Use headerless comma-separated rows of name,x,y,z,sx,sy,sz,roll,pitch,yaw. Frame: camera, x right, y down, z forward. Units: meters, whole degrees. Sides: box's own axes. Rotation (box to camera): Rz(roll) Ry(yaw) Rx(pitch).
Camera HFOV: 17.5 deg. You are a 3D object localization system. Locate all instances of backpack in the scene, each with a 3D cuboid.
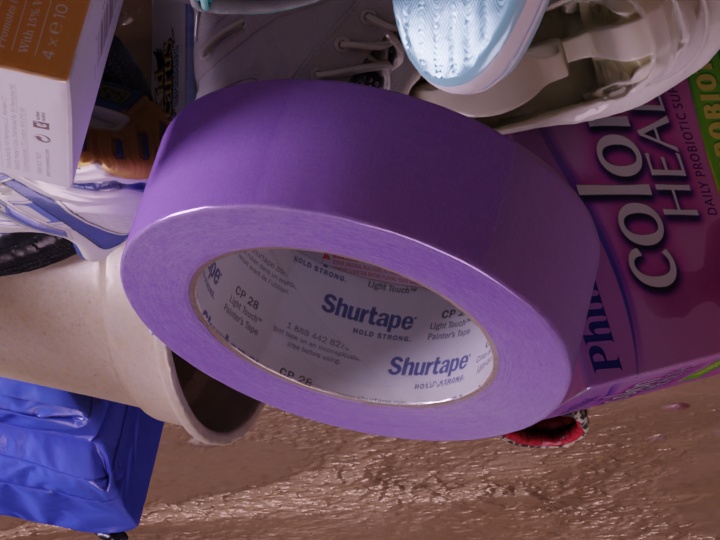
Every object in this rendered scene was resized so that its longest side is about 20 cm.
backpack,-0.229,0.057,1.451,0.200,0.163,0.168,7,151,11

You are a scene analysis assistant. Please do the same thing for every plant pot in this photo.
plant pot,-0.153,-0.010,1.270,0.183,0.201,0.200,2,160,18

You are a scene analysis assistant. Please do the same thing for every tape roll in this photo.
tape roll,0.000,0.000,1.016,0.200,0.066,0.200,13,151,7

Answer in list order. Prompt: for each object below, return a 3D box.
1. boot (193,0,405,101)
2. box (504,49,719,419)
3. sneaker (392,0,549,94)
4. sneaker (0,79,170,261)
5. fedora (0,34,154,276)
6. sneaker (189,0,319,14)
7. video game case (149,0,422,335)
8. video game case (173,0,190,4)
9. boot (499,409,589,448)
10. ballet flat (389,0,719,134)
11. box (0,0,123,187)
boot,0.012,-0.105,0.998,0.200,0.096,0.074,-16,150,35
box,0.163,-0.040,1.138,0.200,0.176,0.097,-13,170,-13
sneaker,0.087,-0.158,0.906,0.079,0.200,0.130,14,-178,42
sneaker,-0.188,-0.054,1.059,0.200,0.075,0.088,19,133,-12
fedora,-0.191,-0.089,1.142,0.200,0.092,0.201,2,134,2
sneaker,-0.065,-0.159,0.871,0.200,0.121,0.084,21,133,-26
video game case,-0.009,-0.044,1.178,0.200,0.182,0.045,10,157,-28
video game case,-0.013,-0.160,1.025,0.200,0.024,0.182,9,155,-14
boot,0.091,0.007,1.350,0.073,0.154,0.204,-9,158,15
ballet flat,0.095,-0.095,1.050,0.200,0.070,0.069,-21,161,-11
box,-0.201,-0.129,0.969,0.200,0.125,0.098,12,155,-1
